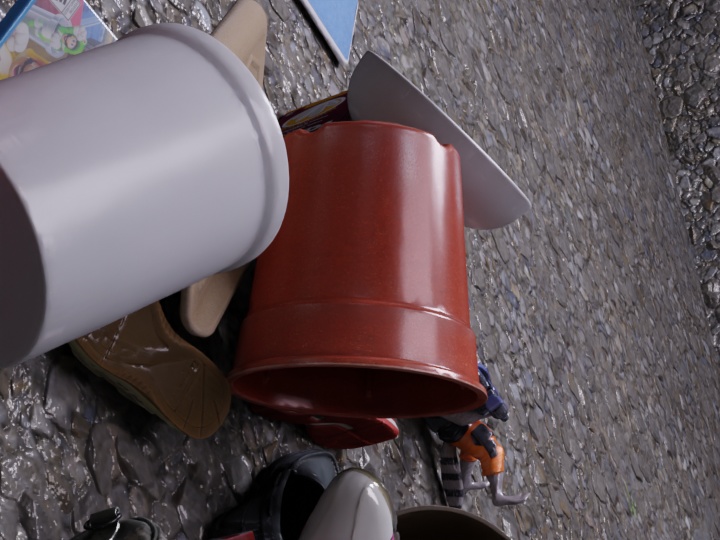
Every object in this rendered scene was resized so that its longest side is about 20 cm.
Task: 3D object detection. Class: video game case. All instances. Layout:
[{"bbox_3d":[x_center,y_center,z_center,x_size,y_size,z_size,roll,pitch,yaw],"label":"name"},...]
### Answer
[{"bbox_3d":[-0.198,-0.094,1.105,0.143,0.018,0.200,-60,135,-22],"label":"video game case"}]

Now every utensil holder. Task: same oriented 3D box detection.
[{"bbox_3d":[-0.172,-0.047,0.964,0.200,0.170,0.170,-30,102,-45],"label":"utensil holder"}]

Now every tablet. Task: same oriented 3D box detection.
[{"bbox_3d":[-0.058,-0.332,1.702,0.200,0.014,0.130,54,29,-35],"label":"tablet"}]

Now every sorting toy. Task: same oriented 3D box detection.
[{"bbox_3d":[-0.106,-0.079,1.144,0.185,0.036,0.200,-69,163,-60],"label":"sorting toy"}]

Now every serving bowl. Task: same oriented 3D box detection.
[{"bbox_3d":[0.057,-0.101,1.374,0.200,0.066,0.200,43,2,-2],"label":"serving bowl"}]

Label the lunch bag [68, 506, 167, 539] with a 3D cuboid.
[{"bbox_3d":[-0.140,0.258,0.909,0.200,0.139,0.168,69,23,-11],"label":"lunch bag"}]

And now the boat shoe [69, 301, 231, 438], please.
[{"bbox_3d":[-0.172,0.048,1.109,0.073,0.063,0.200,-53,127,-26],"label":"boat shoe"}]

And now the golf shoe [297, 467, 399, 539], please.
[{"bbox_3d":[-0.027,0.246,1.168,0.092,0.073,0.200,-13,120,-68],"label":"golf shoe"}]

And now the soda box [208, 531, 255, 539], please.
[{"bbox_3d":[-0.093,0.290,1.095,0.070,0.063,0.200,2,72,-66],"label":"soda box"}]

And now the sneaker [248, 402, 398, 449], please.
[{"bbox_3d":[-0.030,0.083,1.378,0.200,0.078,0.116,37,42,-56],"label":"sneaker"}]

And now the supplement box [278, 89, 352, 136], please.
[{"bbox_3d":[-0.036,-0.099,1.452,0.086,0.110,0.200,65,23,-15],"label":"supplement box"}]

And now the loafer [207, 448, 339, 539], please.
[{"bbox_3d":[-0.052,0.191,1.253,0.068,0.070,0.201,70,22,-5],"label":"loafer"}]

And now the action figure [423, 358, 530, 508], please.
[{"bbox_3d":[0.101,0.157,1.599,0.194,0.105,0.200,64,-1,-8],"label":"action figure"}]

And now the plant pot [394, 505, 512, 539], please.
[{"bbox_3d":[0.078,0.297,1.368,0.200,0.187,0.188,30,45,-77],"label":"plant pot"}]

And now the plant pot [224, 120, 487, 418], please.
[{"bbox_3d":[0.000,0.000,1.204,0.201,0.201,0.195,30,59,-59],"label":"plant pot"}]
